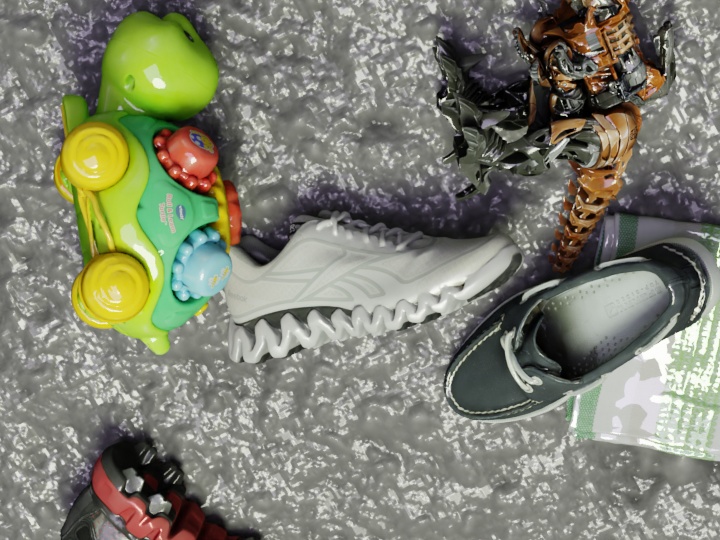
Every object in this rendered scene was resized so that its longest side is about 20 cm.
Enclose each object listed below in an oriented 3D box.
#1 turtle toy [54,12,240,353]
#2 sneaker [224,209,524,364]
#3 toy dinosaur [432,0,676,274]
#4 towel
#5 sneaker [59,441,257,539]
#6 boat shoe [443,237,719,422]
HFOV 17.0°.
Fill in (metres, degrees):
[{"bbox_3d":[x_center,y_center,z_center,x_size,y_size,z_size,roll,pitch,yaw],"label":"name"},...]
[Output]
[{"bbox_3d":[-0.125,-0.051,1.416,0.101,0.146,0.200,-8,89,-10],"label":"turtle toy"},{"bbox_3d":[0.000,0.000,1.443,0.200,0.075,0.081,-13,92,26],"label":"sneaker"},{"bbox_3d":[0.117,-0.090,1.400,0.136,0.102,0.200,-5,99,-7],"label":"toy dinosaur"},{"bbox_3d":[0.233,0.051,1.463,0.200,0.031,0.149,11,111,4],"label":"towel"},{"bbox_3d":[-0.110,0.203,1.540,0.200,0.071,0.098,43,109,-6],"label":"sneaker"},{"bbox_3d":[0.119,0.038,1.433,0.200,0.060,0.076,-35,81,32],"label":"boat shoe"}]
